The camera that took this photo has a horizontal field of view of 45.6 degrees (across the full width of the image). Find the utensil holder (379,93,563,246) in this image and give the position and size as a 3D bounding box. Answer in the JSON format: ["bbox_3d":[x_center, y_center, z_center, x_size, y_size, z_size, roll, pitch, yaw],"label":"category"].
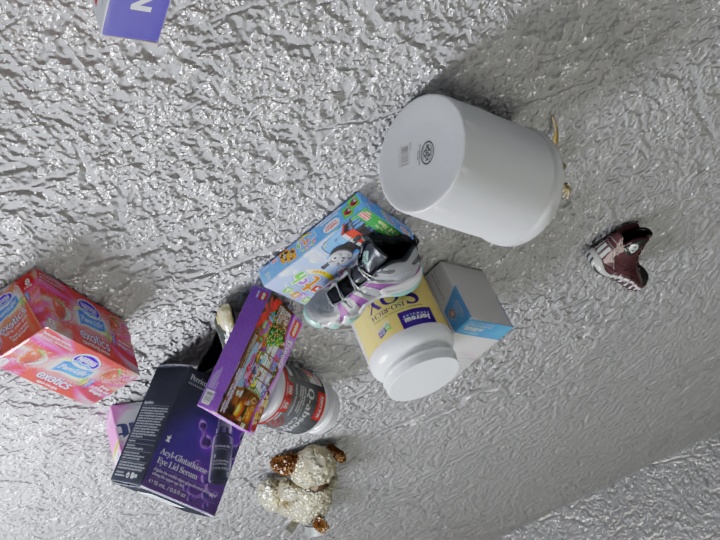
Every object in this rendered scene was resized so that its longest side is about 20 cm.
[{"bbox_3d":[0.149,-0.134,1.152,0.199,0.171,0.170,12,133,-42],"label":"utensil holder"}]

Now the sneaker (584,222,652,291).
[{"bbox_3d":[0.528,-0.030,1.644,0.199,0.076,0.116,14,128,-44],"label":"sneaker"}]

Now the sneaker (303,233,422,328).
[{"bbox_3d":[0.000,0.000,1.268,0.199,0.078,0.140,-28,148,-15],"label":"sneaker"}]

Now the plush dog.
[{"bbox_3d":[-0.112,0.460,1.869,0.199,0.160,0.173,-7,116,-28],"label":"plush dog"}]

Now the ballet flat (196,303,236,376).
[{"bbox_3d":[-0.227,0.124,1.362,0.056,0.067,0.201,0,140,-18],"label":"ballet flat"}]

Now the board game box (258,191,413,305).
[{"bbox_3d":[-0.034,-0.022,1.309,0.199,0.037,0.151,-36,147,18],"label":"board game box"}]

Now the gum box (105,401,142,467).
[{"bbox_3d":[-0.327,0.285,1.479,0.199,0.114,0.066,-4,143,-30],"label":"gum box"}]

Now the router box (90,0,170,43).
[{"bbox_3d":[-0.175,-0.314,0.663,0.049,0.180,0.200,-1,141,-32],"label":"router box"}]

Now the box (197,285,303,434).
[{"bbox_3d":[-0.166,0.141,1.331,0.201,0.039,0.137,-67,155,-16],"label":"box"}]

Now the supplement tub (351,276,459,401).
[{"bbox_3d":[0.064,0.093,1.386,0.144,0.201,0.146,-17,147,-12],"label":"supplement tub"}]

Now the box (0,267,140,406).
[{"bbox_3d":[-0.404,0.095,1.168,0.094,0.103,0.200,-30,146,8],"label":"box"}]

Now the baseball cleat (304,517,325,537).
[{"bbox_3d":[-0.099,0.571,2.048,0.069,0.107,0.201,-8,142,-17],"label":"baseball cleat"}]

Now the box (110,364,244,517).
[{"bbox_3d":[-0.279,0.269,1.365,0.148,0.201,0.104,34,154,-35],"label":"box"}]

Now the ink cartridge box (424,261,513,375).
[{"bbox_3d":[0.142,0.102,1.519,0.125,0.129,0.200,12,132,-43],"label":"ink cartridge box"}]

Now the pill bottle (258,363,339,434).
[{"bbox_3d":[-0.128,0.229,1.531,0.116,0.116,0.200,-36,146,18],"label":"pill bottle"}]

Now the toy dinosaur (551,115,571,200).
[{"bbox_3d":[0.281,-0.142,1.330,0.100,0.058,0.200,1,139,-33],"label":"toy dinosaur"}]
